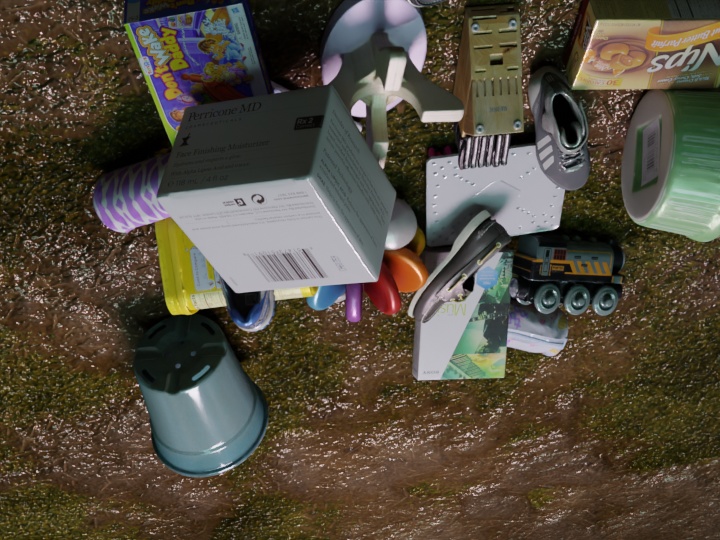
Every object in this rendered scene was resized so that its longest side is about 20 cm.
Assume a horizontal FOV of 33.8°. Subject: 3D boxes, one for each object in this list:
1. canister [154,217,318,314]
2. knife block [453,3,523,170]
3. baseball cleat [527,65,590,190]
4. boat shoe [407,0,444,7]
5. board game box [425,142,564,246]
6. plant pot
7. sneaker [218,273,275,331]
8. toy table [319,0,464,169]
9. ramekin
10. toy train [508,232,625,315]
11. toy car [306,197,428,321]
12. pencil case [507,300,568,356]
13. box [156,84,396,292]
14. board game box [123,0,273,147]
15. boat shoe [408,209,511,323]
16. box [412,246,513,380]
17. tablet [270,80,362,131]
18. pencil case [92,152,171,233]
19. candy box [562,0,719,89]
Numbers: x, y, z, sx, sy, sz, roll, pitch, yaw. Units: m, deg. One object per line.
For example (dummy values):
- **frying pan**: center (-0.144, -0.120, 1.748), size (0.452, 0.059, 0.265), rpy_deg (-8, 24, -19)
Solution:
- **canister**: center (-0.162, -0.025, 1.578), size (0.197, 0.151, 0.087), rpy_deg (-6, -174, 9)
- **knife block**: center (0.150, -0.223, 1.468), size (0.063, 0.176, 0.204), rpy_deg (-6, 102, -7)
- **baseball cleat**: center (0.258, -0.160, 1.506), size (0.069, 0.107, 0.201), rpy_deg (-25, 131, 6)
- **boat shoe**: center (0.136, -0.335, 1.284), size (0.198, 0.063, 0.075), rpy_deg (-21, 146, 20)
- **board game box**: center (0.187, -0.113, 1.656), size (0.196, 0.026, 0.201), rpy_deg (-8, 146, -2)
- **plant pot**: center (-0.259, 0.185, 1.856), size (0.197, 0.202, 0.198), rpy_deg (-10, 139, 2)
- **sneaker**: center (-0.146, -0.022, 1.490), size (0.076, 0.204, 0.085), rpy_deg (-10, -178, 7)
- **toy table**: center (0.023, -0.219, 1.380), size (0.181, 0.119, 0.201), rpy_deg (-9, 145, -1)
- **ramekin**: center (0.410, -0.143, 1.519), size (0.096, 0.203, 0.201), rpy_deg (6, 144, -9)
- **toy train**: center (0.315, 0.004, 1.787), size (0.197, 0.085, 0.116), rpy_deg (2, 101, -24)
- **toy car**: center (0.000, 0.000, 1.665), size (0.196, 0.152, 0.176), rpy_deg (-7, 147, -3)
- **pencil case**: center (0.239, 0.085, 1.905), size (0.197, 0.090, 0.084), rpy_deg (11, 98, -29)
- **box**: center (-0.090, -0.086, 1.344), size (0.196, 0.132, 0.201), rpy_deg (-5, 144, 25)
- **board game box**: center (-0.178, -0.233, 1.358), size (0.132, 0.045, 0.201), rpy_deg (-9, 143, 4)
- **boat shoe**: center (0.139, 0.008, 1.691), size (0.202, 0.060, 0.072), rpy_deg (-56, 165, 30)
- **box**: center (0.155, 0.065, 1.795), size (0.142, 0.036, 0.203), rpy_deg (-1, 105, -13)
- **tablet**: center (-0.109, -0.181, 1.495), size (0.198, 0.014, 0.130), rpy_deg (20, 136, -36)
- **pencil case**: center (-0.243, -0.101, 1.484), size (0.198, 0.085, 0.086), rpy_deg (-9, 143, 33)
- **candy box**: center (0.355, -0.277, 1.427), size (0.196, 0.056, 0.116), rpy_deg (-3, 146, -11)
